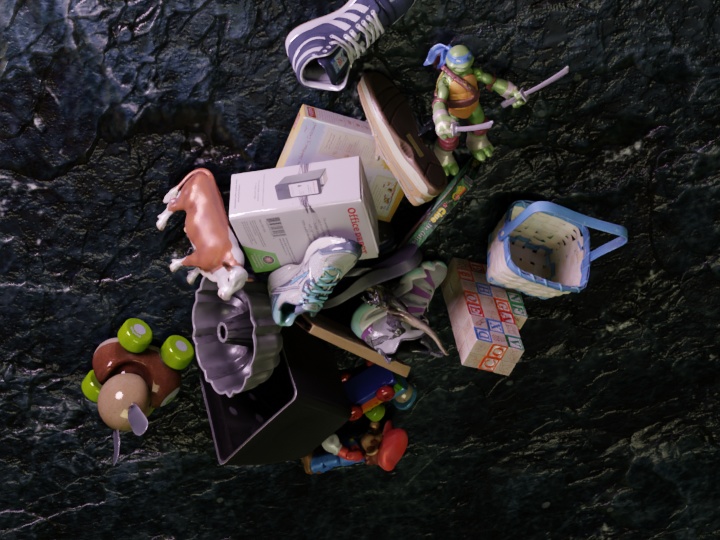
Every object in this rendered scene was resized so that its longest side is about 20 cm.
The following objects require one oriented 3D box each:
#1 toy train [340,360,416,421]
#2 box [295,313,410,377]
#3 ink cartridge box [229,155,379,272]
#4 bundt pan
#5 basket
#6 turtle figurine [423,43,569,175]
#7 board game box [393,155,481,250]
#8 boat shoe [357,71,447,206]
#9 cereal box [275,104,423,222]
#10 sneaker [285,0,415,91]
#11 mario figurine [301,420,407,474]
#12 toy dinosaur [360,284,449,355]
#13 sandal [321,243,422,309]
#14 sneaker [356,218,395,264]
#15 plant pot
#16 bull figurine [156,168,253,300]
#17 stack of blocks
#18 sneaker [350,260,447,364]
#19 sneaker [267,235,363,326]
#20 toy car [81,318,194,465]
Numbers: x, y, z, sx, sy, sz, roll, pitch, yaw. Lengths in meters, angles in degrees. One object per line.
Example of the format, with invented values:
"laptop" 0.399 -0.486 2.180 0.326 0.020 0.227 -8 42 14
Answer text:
"toy train" -0.001 0.241 1.942 0.199 0.085 0.115 -33 141 18
"box" -0.029 0.107 1.770 0.198 0.163 0.021 27 92 -28
"ink cartridge box" -0.080 -0.080 1.598 0.197 0.085 0.146 -7 145 8
"bundt pan" -0.189 0.094 1.715 0.075 0.203 0.203 -5 136 -37
"basket" 0.293 -0.042 1.693 0.174 0.141 0.200 18 156 -23
"turtle figurine" 0.167 -0.210 1.526 0.198 0.145 0.195 22 148 15
"board game box" 0.111 -0.083 1.667 0.023 0.105 0.200 39 119 -2
"boat shoe" 0.043 -0.184 1.545 0.071 0.202 0.076 -22 172 -45
"cereal box" -0.020 -0.158 1.622 0.197 0.040 0.145 14 128 -19
"sneaker" -0.007 -0.313 1.449 0.198 0.109 0.070 -26 130 13
"mario figurine" -0.007 0.316 1.995 0.197 0.124 0.107 -14 111 18
"toy dinosaur" 0.051 0.065 1.651 0.048 0.199 0.088 -55 163 16
"sandal" 0.000 0.000 1.644 0.198 0.076 0.043 -25 113 20
"sneaker" -0.035 -0.026 1.720 0.197 0.079 0.089 -21 144 13
"plant pot" -0.132 0.208 1.825 0.176 0.202 0.199 24 124 -42
"bull figurine" -0.230 -0.045 1.592 0.120 0.203 0.065 -20 168 27
"stack of blocks" 0.207 0.074 1.749 0.113 0.201 0.059 13 127 -18
"sneaker" 0.096 0.080 1.737 0.199 0.140 0.078 -36 157 -21
"sneaker" -0.063 0.021 1.593 0.077 0.087 0.199 21 142 -32
"toy car" -0.368 0.215 1.771 0.156 0.201 0.165 25 123 -27
